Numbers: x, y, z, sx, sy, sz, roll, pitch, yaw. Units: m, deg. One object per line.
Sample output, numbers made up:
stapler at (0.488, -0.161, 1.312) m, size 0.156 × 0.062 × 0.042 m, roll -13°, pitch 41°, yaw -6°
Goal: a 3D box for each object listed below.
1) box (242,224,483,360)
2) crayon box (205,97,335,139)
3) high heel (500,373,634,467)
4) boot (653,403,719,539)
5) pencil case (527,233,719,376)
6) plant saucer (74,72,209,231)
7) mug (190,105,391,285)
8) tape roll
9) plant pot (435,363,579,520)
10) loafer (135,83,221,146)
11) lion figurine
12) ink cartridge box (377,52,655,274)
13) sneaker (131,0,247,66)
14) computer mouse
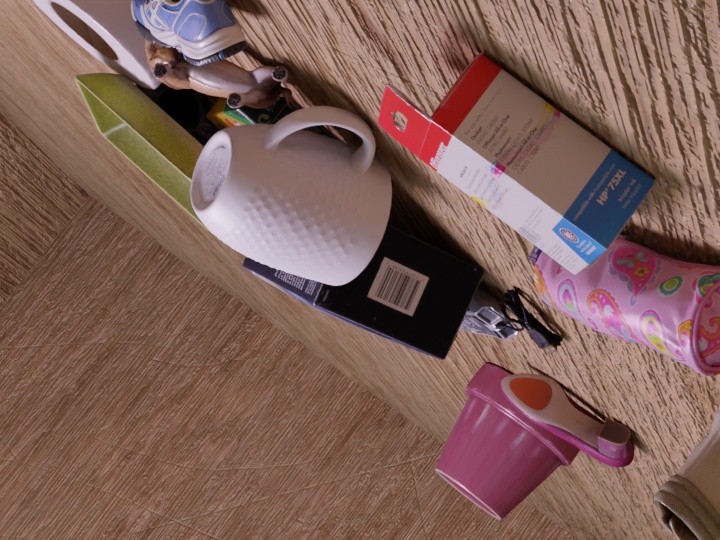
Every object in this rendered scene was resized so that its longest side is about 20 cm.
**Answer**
box at (0.000, 0.000, 1.659) m, size 0.199 × 0.124 × 0.198 m, roll 25°, pitch 180°, yaw -31°
crayon box at (-0.105, -0.159, 1.631) m, size 0.127 × 0.051 × 0.200 m, roll 40°, pitch 172°, yaw -16°
high heel at (0.280, 0.211, 1.924) m, size 0.199 × 0.068 × 0.096 m, roll 30°, pitch 158°, yaw 25°
boot at (0.354, 0.202, 1.310) m, size 0.072 × 0.155 × 0.200 m, roll 28°, pitch 167°, yaw 45°
pencil case at (0.225, 0.017, 1.124) m, size 0.087 × 0.088 × 0.200 m, roll 43°, pitch 170°, yaw -34°
plant saucer at (-0.247, -0.154, 1.711) m, size 0.200 × 0.048 × 0.200 m, roll 41°, pitch 169°, yaw 8°
mug at (-0.065, -0.092, 1.443) m, size 0.175 × 0.200 × 0.148 m, roll 17°, pitch -137°, yaw -30°
tape roll at (-0.294, -0.298, 1.610) m, size 0.202 × 0.071 × 0.202 m, roll 37°, pitch 170°, yaw 7°
plant pot at (0.215, 0.270, 2.146) m, size 0.200 × 0.179 × 0.200 m, roll 37°, pitch 172°, yaw 6°
loafer at (-0.227, -0.209, 1.749) m, size 0.200 × 0.068 × 0.070 m, roll 41°, pitch -175°, yaw 41°
lion figurine at (-0.144, -0.204, 1.474) m, size 0.199 × 0.073 × 0.122 m, roll 27°, pitch -176°, yaw 6°
ink cartridge box at (0.112, -0.089, 1.063) m, size 0.200 × 0.067 × 0.116 m, roll 37°, pitch 171°, yaw 3°
sneaker at (-0.172, -0.260, 1.370) m, size 0.200 × 0.075 × 0.077 m, roll 30°, pitch 143°, yaw 53°
computer mouse at (0.156, 0.048, 1.692) m, size 0.110 × 0.044 × 0.200 m, roll 37°, pitch 167°, yaw -31°
